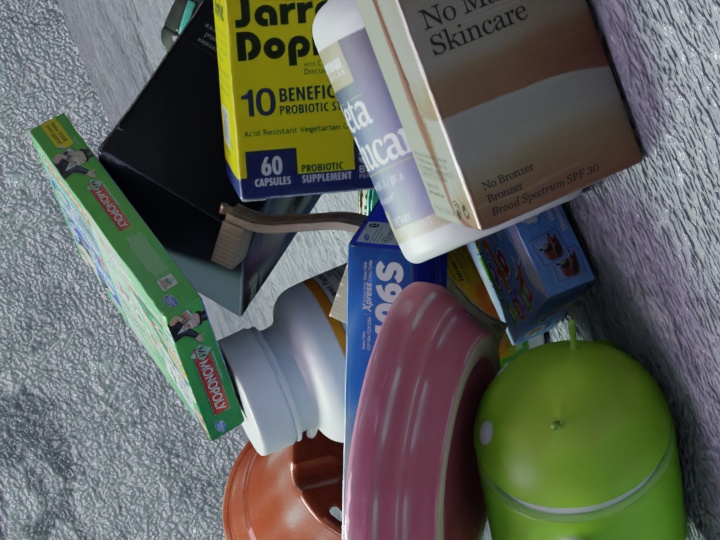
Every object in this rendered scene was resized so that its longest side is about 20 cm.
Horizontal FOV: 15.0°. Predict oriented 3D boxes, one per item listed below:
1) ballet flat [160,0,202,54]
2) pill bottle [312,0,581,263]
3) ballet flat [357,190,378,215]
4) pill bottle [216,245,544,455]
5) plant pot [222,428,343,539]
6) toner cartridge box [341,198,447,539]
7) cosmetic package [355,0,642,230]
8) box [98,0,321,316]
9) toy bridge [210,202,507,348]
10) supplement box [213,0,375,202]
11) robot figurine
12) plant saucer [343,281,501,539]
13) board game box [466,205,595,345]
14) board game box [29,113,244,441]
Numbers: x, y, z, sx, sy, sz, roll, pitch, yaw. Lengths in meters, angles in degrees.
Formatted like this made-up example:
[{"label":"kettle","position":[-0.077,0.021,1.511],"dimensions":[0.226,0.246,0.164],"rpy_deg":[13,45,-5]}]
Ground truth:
[{"label":"ballet flat","position":[-0.092,-0.214,2.056],"dimensions":[0.200,0.068,0.068],"rpy_deg":[-59,-19,-61]},{"label":"pill bottle","position":[0.039,-0.114,1.549],"dimensions":[0.111,0.111,0.200],"rpy_deg":[155,92,-80]},{"label":"ballet flat","position":[0.039,-0.018,1.919],"dimensions":[0.065,0.070,0.200],"rpy_deg":[-101,-2,-60]},{"label":"pill bottle","position":[0.010,0.047,1.807],"dimensions":[0.111,0.200,0.111],"rpy_deg":[157,90,-81]},{"label":"plant pot","position":[-0.001,0.179,2.255],"dimensions":[0.201,0.201,0.195],"rpy_deg":[65,162,13]},{"label":"toner cartridge box","position":[0.021,0.061,1.673],"dimensions":[0.095,0.043,0.200],"rpy_deg":[-53,-32,-63]},{"label":"cosmetic package","position":[0.060,-0.133,1.428],"dimensions":[0.200,0.103,0.087],"rpy_deg":[68,169,-12]},{"label":"box","position":[-0.077,-0.099,1.887],"dimensions":[0.123,0.198,0.200],"rpy_deg":[32,165,6]},{"label":"toy bridge","position":[0.000,0.000,1.726],"dimensions":[0.027,0.200,0.067],"rpy_deg":[-48,-20,-60]},{"label":"supplement box","position":[-0.033,-0.151,1.691],"dimensions":[0.110,0.109,0.200],"rpy_deg":[-128,33,-78]},{"label":"robot figurine","position":[0.128,0.122,1.588],"dimensions":[0.200,0.116,0.176],"rpy_deg":[77,-162,-46]},{"label":"plant saucer","position":[0.041,0.108,1.585],"dimensions":[0.201,0.051,0.201],"rpy_deg":[8,-90,-76]},{"label":"board game box","position":[0.077,-0.063,1.684],"dimensions":[0.151,0.037,0.200],"rpy_deg":[112,134,-76]},{"label":"board game box","position":[-0.147,0.004,1.798],"dimensions":[0.200,0.029,0.135],"rpy_deg":[51,165,38]}]
